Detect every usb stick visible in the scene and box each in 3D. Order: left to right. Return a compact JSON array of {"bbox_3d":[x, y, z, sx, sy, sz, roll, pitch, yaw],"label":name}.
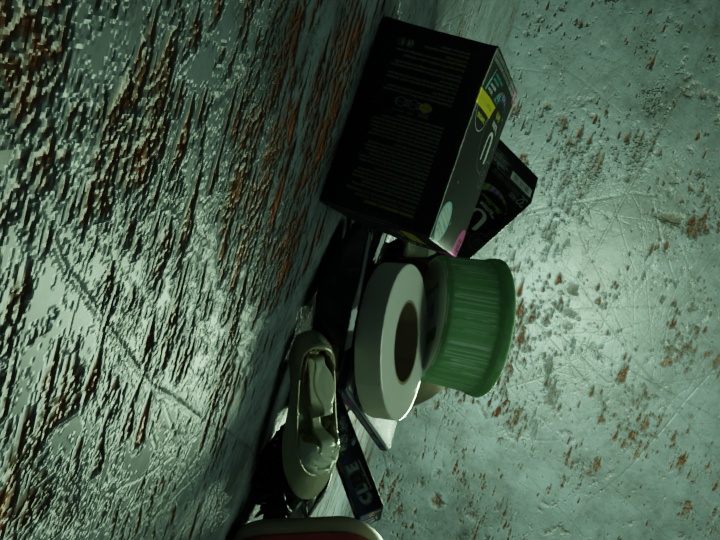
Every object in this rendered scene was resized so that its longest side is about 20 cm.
[{"bbox_3d":[0.000,0.000,1.172,0.055,0.032,0.202,7,-105,62],"label":"usb stick"}]

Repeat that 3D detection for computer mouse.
[{"bbox_3d":[-0.020,0.004,1.043,0.139,0.052,0.202,101,0,-51],"label":"computer mouse"}]

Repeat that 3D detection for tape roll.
[{"bbox_3d":[0.043,0.091,1.121,0.202,0.037,0.206,3,90,-70],"label":"tape roll"}]

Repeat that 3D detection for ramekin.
[{"bbox_3d":[0.138,0.074,1.249,0.200,0.097,0.203,-169,-90,-78],"label":"ramekin"}]

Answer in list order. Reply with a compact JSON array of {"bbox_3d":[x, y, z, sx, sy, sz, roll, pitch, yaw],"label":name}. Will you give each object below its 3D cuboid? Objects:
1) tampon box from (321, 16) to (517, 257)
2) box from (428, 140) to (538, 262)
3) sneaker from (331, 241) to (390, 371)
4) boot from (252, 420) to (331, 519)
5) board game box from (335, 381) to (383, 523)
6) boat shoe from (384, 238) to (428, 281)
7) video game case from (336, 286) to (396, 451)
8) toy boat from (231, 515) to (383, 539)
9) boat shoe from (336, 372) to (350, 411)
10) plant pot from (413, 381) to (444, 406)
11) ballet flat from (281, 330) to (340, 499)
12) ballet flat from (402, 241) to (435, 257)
[{"bbox_3d":[0.067,-0.134,0.927,0.202,0.125,0.150,-70,161,0],"label":"tampon box"},{"bbox_3d":[0.159,-0.113,1.392,0.200,0.148,0.124,-44,-175,28],"label":"box"},{"bbox_3d":[0.012,0.058,1.239,0.080,0.085,0.202,39,69,-84],"label":"sneaker"},{"bbox_3d":[-0.082,0.250,1.133,0.199,0.073,0.164,-64,164,-50],"label":"boot"},{"bbox_3d":[-0.023,0.222,1.123,0.136,0.034,0.202,90,-21,-68],"label":"board game box"},{"bbox_3d":[0.055,-0.010,1.323,0.200,0.070,0.071,157,-63,-69],"label":"boat shoe"},{"bbox_3d":[0.022,0.134,1.155,0.201,0.019,0.144,63,37,-53],"label":"video game case"},{"bbox_3d":[-0.060,0.372,1.031,0.131,0.197,0.132,99,-13,-49],"label":"toy boat"},{"bbox_3d":[-0.012,0.137,1.345,0.063,0.071,0.202,-38,151,-71],"label":"boat shoe"},{"bbox_3d":[0.060,0.112,1.454,0.135,0.198,0.201,61,36,-29],"label":"plant pot"},{"bbox_3d":[-0.052,0.170,0.989,0.069,0.069,0.203,-38,127,-76],"label":"ballet flat"},{"bbox_3d":[0.063,-0.116,1.200,0.067,0.062,0.203,-13,92,-86],"label":"ballet flat"}]
